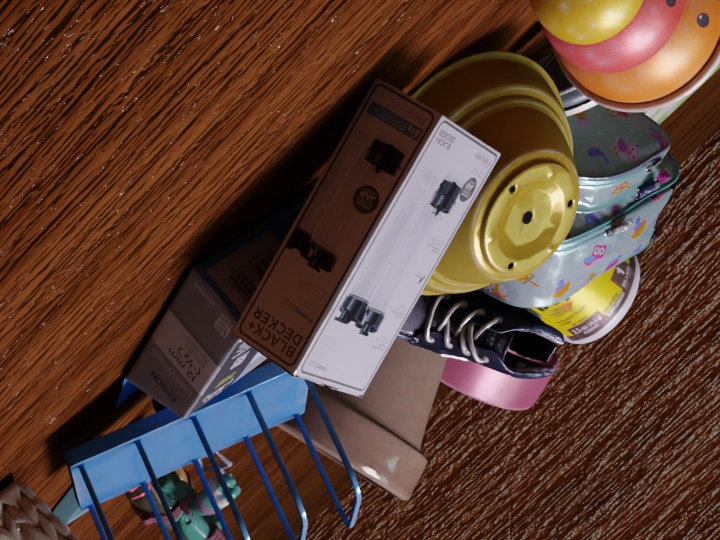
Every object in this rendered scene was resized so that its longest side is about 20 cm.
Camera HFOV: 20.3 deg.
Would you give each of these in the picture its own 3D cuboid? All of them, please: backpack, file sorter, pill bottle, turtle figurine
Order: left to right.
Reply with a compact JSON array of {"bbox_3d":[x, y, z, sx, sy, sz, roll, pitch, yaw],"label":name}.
[{"bbox_3d":[-0.154,0.180,1.731,0.100,0.150,0.201,-22,130,-4],"label":"turtle figurine"},{"bbox_3d":[-0.110,0.171,1.555,0.198,0.123,0.139,-23,164,-12],"label":"file sorter"},{"bbox_3d":[0.158,-0.023,1.854,0.109,0.199,0.110,-35,-144,31],"label":"pill bottle"},{"bbox_3d":[0.153,-0.072,1.693,0.199,0.176,0.154,-36,155,-30],"label":"backpack"}]

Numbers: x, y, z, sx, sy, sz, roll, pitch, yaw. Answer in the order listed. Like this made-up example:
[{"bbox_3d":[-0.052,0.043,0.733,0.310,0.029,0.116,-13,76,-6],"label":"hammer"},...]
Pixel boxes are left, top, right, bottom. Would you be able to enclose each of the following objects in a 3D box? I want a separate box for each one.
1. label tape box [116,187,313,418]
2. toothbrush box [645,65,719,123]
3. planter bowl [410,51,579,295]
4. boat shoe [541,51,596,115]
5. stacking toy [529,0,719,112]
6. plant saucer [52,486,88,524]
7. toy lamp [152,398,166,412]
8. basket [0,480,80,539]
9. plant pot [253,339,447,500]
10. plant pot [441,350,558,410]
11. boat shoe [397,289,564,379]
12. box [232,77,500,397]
[{"bbox_3d":[-0.089,0.038,1.493,0.143,0.066,0.200,-36,167,-38],"label":"label tape box"},{"bbox_3d":[0.269,-0.188,1.939,0.200,0.086,0.146,-41,171,2],"label":"toothbrush box"},{"bbox_3d":[0.103,-0.054,1.505,0.199,0.083,0.202,-20,128,-29],"label":"planter bowl"},{"bbox_3d":[0.208,-0.202,1.589,0.199,0.073,0.062,-38,137,8],"label":"boat shoe"},{"bbox_3d":[0.161,-0.193,1.378,0.146,0.147,0.199,-45,156,20],"label":"stacking toy"},{"bbox_3d":[-0.197,0.168,1.798,0.200,0.019,0.070,-34,168,-50],"label":"plant saucer"},{"bbox_3d":[-0.088,0.059,1.636,0.200,0.058,0.058,-40,172,-34],"label":"toy lamp"},{"bbox_3d":[-0.264,0.257,1.553,0.123,0.136,0.200,-44,172,-16],"label":"basket"},{"bbox_3d":[-0.001,0.080,1.776,0.176,0.199,0.200,-59,173,-7],"label":"plant pot"},{"bbox_3d":[0.132,0.011,2.010,0.180,0.199,0.200,-61,166,16],"label":"plant pot"},{"bbox_3d":[0.079,0.039,1.671,0.198,0.093,0.075,10,104,-33],"label":"boat shoe"},{"bbox_3d":[0.006,-0.019,1.381,0.201,0.060,0.116,-61,153,4],"label":"box"}]
